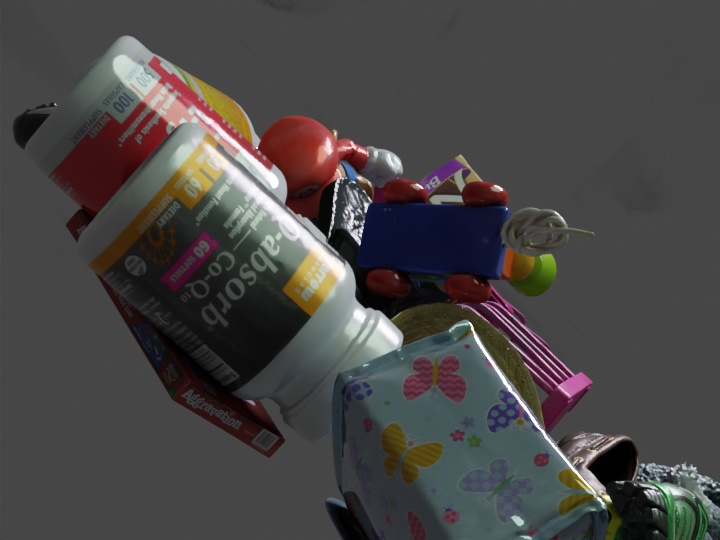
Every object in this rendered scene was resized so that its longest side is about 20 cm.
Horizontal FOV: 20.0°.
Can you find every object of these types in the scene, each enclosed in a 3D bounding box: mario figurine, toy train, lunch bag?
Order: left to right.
[{"bbox_3d":[-0.033,-0.056,1.705,0.105,0.124,0.200,18,-4,10],"label":"mario figurine"},{"bbox_3d":[0.060,0.166,1.281,0.170,0.126,0.201,55,-20,34],"label":"lunch bag"},{"bbox_3d":[0.107,-0.010,1.482,0.199,0.085,0.115,4,-12,36],"label":"toy train"}]

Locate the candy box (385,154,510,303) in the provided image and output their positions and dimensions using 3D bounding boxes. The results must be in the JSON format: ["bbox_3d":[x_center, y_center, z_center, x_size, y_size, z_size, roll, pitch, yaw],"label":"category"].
[{"bbox_3d":[0.033,-0.005,1.742,0.057,0.199,0.117,58,-1,-33],"label":"candy box"}]

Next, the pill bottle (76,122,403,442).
[{"bbox_3d":[-0.075,0.010,1.313,0.200,0.116,0.116,42,8,-9],"label":"pill bottle"}]

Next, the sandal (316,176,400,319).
[{"bbox_3d":[-0.001,-0.001,1.549,0.075,0.048,0.201,38,34,-35],"label":"sandal"}]

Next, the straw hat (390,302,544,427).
[{"bbox_3d":[0.043,0.131,1.488,0.201,0.202,0.085,41,-35,-24],"label":"straw hat"}]

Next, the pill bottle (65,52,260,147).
[{"bbox_3d":[-0.150,-0.101,1.651,0.111,0.111,0.200,47,8,20],"label":"pill bottle"}]

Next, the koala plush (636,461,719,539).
[{"bbox_3d":[0.223,0.224,1.516,0.183,0.178,0.200,35,5,19],"label":"koala plush"}]

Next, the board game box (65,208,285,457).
[{"bbox_3d":[-0.126,0.040,1.381,0.103,0.019,0.200,38,10,-45],"label":"board game box"}]

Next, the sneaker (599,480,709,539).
[{"bbox_3d":[0.176,0.230,1.319,0.085,0.201,0.078,3,24,-39],"label":"sneaker"}]

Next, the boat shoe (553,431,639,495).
[{"bbox_3d":[0.150,0.165,1.426,0.200,0.070,0.071,-56,132,-61],"label":"boat shoe"}]

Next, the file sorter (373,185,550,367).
[{"bbox_3d":[0.059,0.042,1.876,0.200,0.139,0.125,50,9,37],"label":"file sorter"}]

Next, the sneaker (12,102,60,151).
[{"bbox_3d":[-0.165,-0.055,1.495,0.199,0.091,0.070,19,-16,-13],"label":"sneaker"}]

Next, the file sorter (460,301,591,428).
[{"bbox_3d":[0.088,0.107,1.647,0.125,0.139,0.200,42,8,8],"label":"file sorter"}]

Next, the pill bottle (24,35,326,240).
[{"bbox_3d":[-0.124,-0.057,1.415,0.200,0.112,0.112,42,8,-9],"label":"pill bottle"}]

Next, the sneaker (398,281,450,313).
[{"bbox_3d":[0.020,-0.001,1.636,0.076,0.199,0.078,39,30,-70],"label":"sneaker"}]
